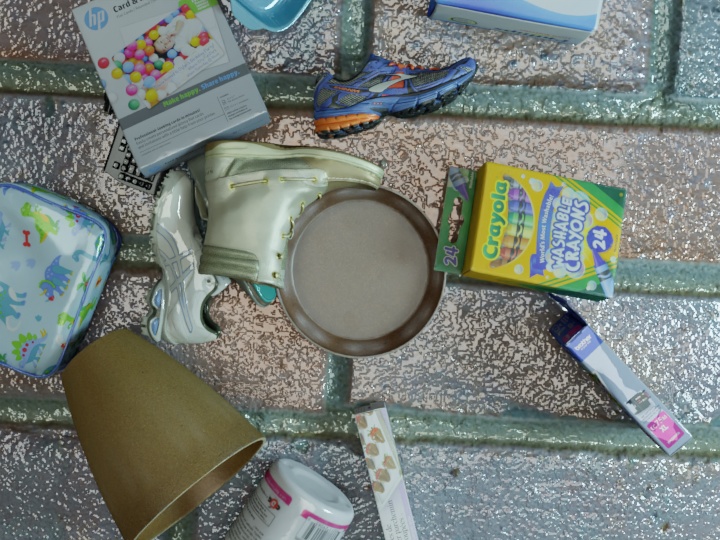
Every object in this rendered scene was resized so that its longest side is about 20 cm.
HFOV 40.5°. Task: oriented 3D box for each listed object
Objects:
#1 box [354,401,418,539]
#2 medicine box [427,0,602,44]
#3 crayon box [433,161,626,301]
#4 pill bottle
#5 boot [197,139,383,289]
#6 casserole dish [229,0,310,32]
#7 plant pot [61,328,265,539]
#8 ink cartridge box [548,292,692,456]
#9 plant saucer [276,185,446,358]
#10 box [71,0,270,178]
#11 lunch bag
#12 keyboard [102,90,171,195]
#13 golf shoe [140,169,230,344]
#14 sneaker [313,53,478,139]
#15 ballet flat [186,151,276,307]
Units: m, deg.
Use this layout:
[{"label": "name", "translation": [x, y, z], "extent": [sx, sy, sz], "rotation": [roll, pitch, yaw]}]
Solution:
[{"label": "box", "translation": [0.034, 0.257, 1.151], "extent": [0.038, 0.041, 0.202], "rotation": [-14, 93, 1]}, {"label": "medicine box", "translation": [0.181, -0.368, 1.076], "extent": [0.180, 0.103, 0.202], "rotation": [10, 93, -1]}, {"label": "crayon box", "translation": [0.192, -0.045, 1.105], "extent": [0.198, 0.052, 0.127], "rotation": [10, 82, -5]}, {"label": "pill bottle", "translation": [-0.104, 0.328, 1.119], "extent": [0.113, 0.113, 0.201], "rotation": [33, 93, -2]}, {"label": "boot", "translation": [-0.076, -0.057, 1.071], "extent": [0.198, 0.072, 0.156], "rotation": [4, 84, -9]}, {"label": "casserole dish", "translation": [-0.084, -0.362, 1.083], "extent": [0.121, 0.039, 0.201], "rotation": [31, 94, -45]}, {"label": "plant pot", "translation": [-0.239, 0.171, 1.088], "extent": [0.186, 0.186, 0.200], "rotation": [-41, 80, 3]}, {"label": "ink cartridge box", "translation": [0.278, 0.112, 1.100], "extent": [0.042, 0.119, 0.200], "rotation": [-41, 92, 5]}, {"label": "plant saucer", "translation": [0.000, 0.000, 1.136], "extent": [0.198, 0.034, 0.203], "rotation": [0, 94, 1]}, {"label": "box", "translation": [-0.209, -0.227, 1.085], "extent": [0.155, 0.041, 0.201], "rotation": [-24, 80, -3]}, {"label": "lunch bag", "translation": [-0.377, 0.007, 1.112], "extent": [0.159, 0.082, 0.202], "rotation": [22, 94, -2]}, {"label": "keyboard", "translation": [-0.246, -0.195, 1.120], "extent": [0.103, 0.040, 0.202], "rotation": [19, 93, -2]}, {"label": "golf shoe", "translation": [-0.189, -0.013, 1.108], "extent": [0.096, 0.078, 0.202], "rotation": [8, 106, 10]}, {"label": "sneaker", "translation": [0.036, -0.211, 1.103], "extent": [0.198, 0.075, 0.079], "rotation": [-15, 91, -1]}, {"label": "ballet flat", "translation": [-0.150, -0.052, 1.126], "extent": [0.063, 0.067, 0.202], "rotation": [-14, 94, 28]}]
